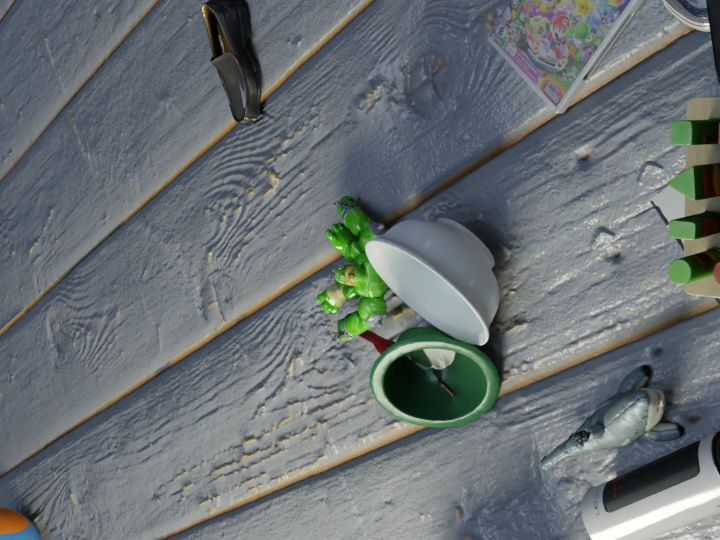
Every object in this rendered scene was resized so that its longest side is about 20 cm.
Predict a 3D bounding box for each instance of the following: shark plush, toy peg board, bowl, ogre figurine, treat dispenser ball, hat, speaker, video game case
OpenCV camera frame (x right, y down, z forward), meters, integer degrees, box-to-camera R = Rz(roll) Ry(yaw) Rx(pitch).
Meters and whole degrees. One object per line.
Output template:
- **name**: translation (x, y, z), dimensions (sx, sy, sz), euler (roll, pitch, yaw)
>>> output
- **shark plush**: translation (0.281, 0.178, 1.271), dimensions (0.199, 0.083, 0.092), euler (-26, 79, 45)
- **toy peg board**: translation (0.383, -0.063, 1.014), dimensions (0.198, 0.097, 0.203), euler (7, 103, 44)
- **bowl**: translation (0.108, -0.003, 1.382), dimensions (0.200, 0.202, 0.091), euler (28, 72, 39)
- **ogre figurine**: translation (0.000, 0.000, 1.524), dimensions (0.119, 0.097, 0.202), euler (7, 78, 59)
- **treat dispenser ball**: translation (-0.805, 0.629, 2.374), dimensions (0.199, 0.199, 0.204), euler (10, 104, 44)
- **hat**: translation (0.093, 0.097, 1.486), dimensions (0.197, 0.177, 0.167), euler (8, 129, 0)
- **speaker**: translation (0.347, 0.255, 1.222), dimensions (0.200, 0.081, 0.082), euler (-38, 71, 43)
- **video game case**: translation (0.246, -0.309, 1.268), dimensions (0.144, 0.018, 0.201), euler (53, 130, 26)

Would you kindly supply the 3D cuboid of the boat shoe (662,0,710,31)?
- **boat shoe**: translation (0.318, -0.342, 1.125), dimensions (0.074, 0.092, 0.201), euler (-37, 70, 24)

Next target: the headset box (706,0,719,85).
- **headset box**: translation (0.426, -0.296, 1.033), dimensions (0.173, 0.092, 0.203), euler (-10, 90, 46)

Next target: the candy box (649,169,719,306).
- **candy box**: translation (0.422, -0.044, 1.098), dimensions (0.168, 0.071, 0.201), euler (-44, 67, 41)

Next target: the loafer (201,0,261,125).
- **loafer**: translation (-0.208, -0.327, 1.687), dimensions (0.072, 0.072, 0.203), euler (-14, 88, 44)
